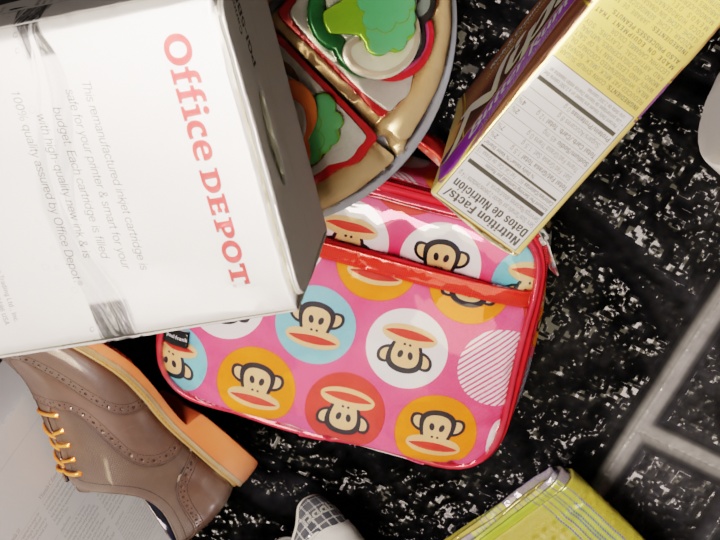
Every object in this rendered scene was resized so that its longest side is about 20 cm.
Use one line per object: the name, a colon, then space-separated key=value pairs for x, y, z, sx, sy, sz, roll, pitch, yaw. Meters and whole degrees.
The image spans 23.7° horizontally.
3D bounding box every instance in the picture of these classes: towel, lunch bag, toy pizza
towel: x=0.129 y=0.207 z=0.987 sx=0.200 sy=0.023 sz=0.143 roll=42 pitch=115 yaw=-15
lunch bag: x=0.000 y=0.000 z=0.898 sx=0.198 sy=0.082 sz=0.178 roll=14 pitch=114 yaw=3
toy pizza: x=-0.045 y=-0.120 z=0.809 sx=0.198 sy=0.032 sz=0.202 roll=-1 pitch=94 yaw=-16

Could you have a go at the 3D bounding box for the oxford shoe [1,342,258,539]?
oxford shoe: x=-0.145 y=0.078 z=0.915 sx=0.200 sy=0.071 sz=0.073 roll=40 pitch=80 yaw=-25

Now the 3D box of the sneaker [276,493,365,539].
sneaker: x=-0.051 y=0.213 z=1.026 sx=0.081 sy=0.076 sz=0.200 roll=54 pitch=128 yaw=16

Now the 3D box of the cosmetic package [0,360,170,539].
cosmetic package: x=-0.180 y=0.153 z=0.935 sx=0.051 sy=0.200 sz=0.152 roll=-15 pitch=114 yaw=24

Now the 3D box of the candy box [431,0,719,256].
candy box: x=0.116 y=-0.114 z=0.794 sx=0.056 sy=0.117 sz=0.200 roll=36 pitch=118 yaw=-10

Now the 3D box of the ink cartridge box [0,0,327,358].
ink cartridge box: x=-0.128 y=-0.049 z=0.757 sx=0.198 sy=0.083 sz=0.148 roll=-9 pitch=113 yaw=14

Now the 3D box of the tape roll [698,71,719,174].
tape roll: x=0.265 y=-0.077 z=0.739 sx=0.139 sy=0.203 sz=0.203 roll=39 pitch=117 yaw=-13
